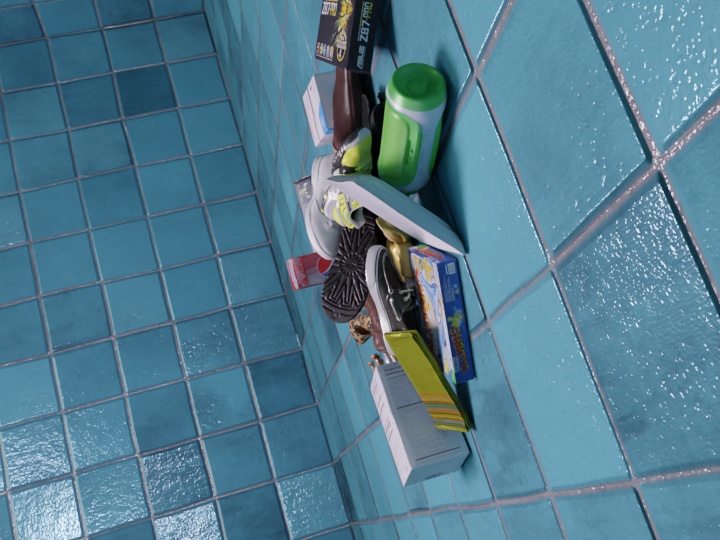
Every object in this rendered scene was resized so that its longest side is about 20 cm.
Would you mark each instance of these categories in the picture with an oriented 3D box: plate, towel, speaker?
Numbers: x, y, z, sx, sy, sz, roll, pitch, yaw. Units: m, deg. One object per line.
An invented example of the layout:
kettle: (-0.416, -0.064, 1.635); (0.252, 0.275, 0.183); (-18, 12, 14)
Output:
plate: (0.053, -0.095, 1.194); (0.032, 0.199, 0.200); (-60, 16, -1)
towel: (0.110, 0.186, 1.303); (0.086, 0.018, 0.200); (-12, 114, 51)
speaker: (0.071, -0.196, 1.117); (0.200, 0.088, 0.089); (96, 157, -57)

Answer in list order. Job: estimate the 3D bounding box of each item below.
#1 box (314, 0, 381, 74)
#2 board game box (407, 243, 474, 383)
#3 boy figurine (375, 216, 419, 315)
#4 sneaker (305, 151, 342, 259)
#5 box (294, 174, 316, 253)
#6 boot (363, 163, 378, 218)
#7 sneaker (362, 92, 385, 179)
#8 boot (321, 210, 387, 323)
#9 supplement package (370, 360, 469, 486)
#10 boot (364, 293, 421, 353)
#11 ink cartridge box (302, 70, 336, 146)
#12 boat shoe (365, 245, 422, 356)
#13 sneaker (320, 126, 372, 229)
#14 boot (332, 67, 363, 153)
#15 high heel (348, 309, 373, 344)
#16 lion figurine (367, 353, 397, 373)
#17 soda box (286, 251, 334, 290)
box: (-0.020, -0.414, 1.277); (0.200, 0.049, 0.161); (-129, 47, -63)
board game box: (0.129, 0.066, 1.265); (0.135, 0.034, 0.200); (-143, 40, -71)
boy figurine: (0.070, -0.012, 1.381); (0.124, 0.064, 0.200); (-118, 16, -59)
sneaker: (-0.044, -0.122, 1.412); (0.088, 0.075, 0.200); (-10, 75, 38)
box: (-0.055, -0.099, 1.664); (0.158, 0.051, 0.200); (-5, -102, -58)
boot: (-0.011, -0.182, 1.553); (0.174, 0.069, 0.200); (-113, 19, -56)
sneaker: (0.040, -0.207, 1.317); (0.104, 0.060, 0.200); (179, 81, -79)
boot: (0.003, 0.000, 1.436); (0.158, 0.079, 0.211); (35, -108, -75)
supplement package: (0.103, 0.269, 1.425); (0.110, 0.114, 0.200); (99, 156, -59)
boot: (0.062, 0.080, 1.535); (0.200, 0.064, 0.187); (170, 85, -75)
ink cartridge box: (-0.068, -0.329, 1.632); (0.200, 0.068, 0.116); (161, 95, -78)
boat shoe: (0.064, 0.049, 1.321); (0.071, 0.064, 0.200); (-39, -63, -54)
sneaker: (-0.005, -0.153, 1.300); (0.076, 0.075, 0.200); (35, 142, 16)
boot: (-0.022, -0.304, 1.400); (0.200, 0.072, 0.166); (-101, 5, -57)
high heel: (0.022, 0.141, 1.734); (0.200, 0.071, 0.143); (103, 158, -46)
lion figurine: (0.069, 0.231, 1.679); (0.123, 0.072, 0.200); (61, 179, 11)
soda box: (-0.040, -0.014, 1.544); (0.070, 0.200, 0.063); (159, 98, -77)
